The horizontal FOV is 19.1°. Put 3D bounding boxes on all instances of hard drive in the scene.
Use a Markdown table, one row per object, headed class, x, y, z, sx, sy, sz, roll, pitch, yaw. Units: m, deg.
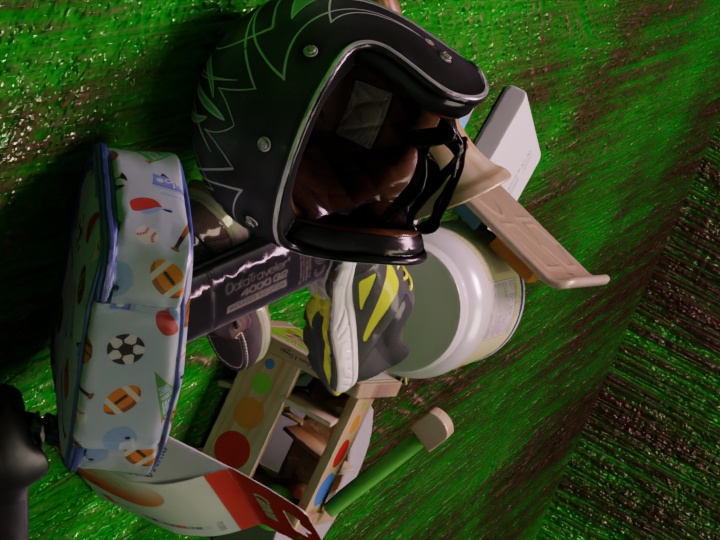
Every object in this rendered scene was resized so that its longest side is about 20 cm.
| class | x | y | z | sx | sy | sz | roll | pitch | yaw |
| --- | --- | --- | --- | --- | --- | --- | --- | --- | --- |
| hard drive | 0.149 | -0.108 | 2.333 | 0.133 | 0.027 | 0.200 | -60 | 165 | -9 |

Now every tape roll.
| class | x | y | z | sx | sy | sz | roll | pitch | yaw |
| --- | --- | --- | --- | --- | --- | --- | --- | --- | --- |
| tape roll | -0.064 | 0.203 | 2.086 | 0.201 | 0.066 | 0.201 | -54 | 162 | -27 |

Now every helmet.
| class | x | y | z | sx | sy | sz | roll | pitch | yaw |
| --- | --- | --- | --- | --- | --- | --- | --- | --- | --- |
| helmet | -0.025 | -0.103 | 1.498 | 0.200 | 0.189 | 0.202 | -166 | -90 | -73 |

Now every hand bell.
| class | x | y | z | sx | sy | sz | roll | pitch | yaw |
| --- | --- | --- | --- | --- | --- | --- | --- | --- | --- |
| hand bell | 0.033 | -0.147 | 1.660 | 0.104 | 0.104 | 0.201 | -35 | 105 | -58 |

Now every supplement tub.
| class | x | y | z | sx | sy | sz | roll | pitch | yaw |
| --- | --- | --- | --- | --- | --- | --- | --- | --- | --- |
| supplement tub | 0.069 | 0.027 | 2.081 | 0.146 | 0.144 | 0.200 | -66 | 164 | 12 |

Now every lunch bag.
| class | x | y | z | sx | sy | sz | roll | pitch | yaw |
| --- | --- | --- | --- | --- | --- | --- | --- | --- | --- |
| lunch bag | -0.160 | 0.027 | 1.396 | 0.161 | 0.075 | 0.201 | -107 | -152 | -52 |

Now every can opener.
| class | x | y | z | sx | sy | sz | roll | pitch | yaw |
| --- | --- | --- | --- | --- | --- | --- | --- | --- | --- |
| can opener | -0.246 | 0.146 | 1.460 | 0.201 | 0.078 | 0.064 | 98 | -14 | -56 |

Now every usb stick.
| class | x | y | z | sx | sy | sz | roll | pitch | yaw |
| --- | --- | --- | --- | --- | --- | --- | --- | --- | --- |
| usb stick | -0.090 | 0.008 | 1.556 | 0.199 | 0.032 | 0.056 | -25 | 122 | -48 |

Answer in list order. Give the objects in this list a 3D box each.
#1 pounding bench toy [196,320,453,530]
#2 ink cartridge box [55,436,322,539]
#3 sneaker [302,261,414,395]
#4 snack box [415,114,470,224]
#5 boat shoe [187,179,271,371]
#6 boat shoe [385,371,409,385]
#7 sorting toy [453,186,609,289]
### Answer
| class | x | y | z | sx | sy | sz | roll | pitch | yaw |
| --- | --- | --- | --- | --- | --- | --- | --- | --- | --- |
| pounding bench toy | -0.034 | 0.157 | 1.859 | 0.157 | 0.199 | 0.124 | -65 | 164 | 5 |
| ink cartridge box | -0.124 | 0.174 | 1.604 | 0.050 | 0.199 | 0.162 | -58 | 163 | -15 |
| sneaker | 0.000 | 0.000 | 1.684 | 0.084 | 0.074 | 0.201 | -16 | 128 | -26 |
| snack box | 0.006 | -0.086 | 1.751 | 0.201 | 0.116 | 0.037 | -65 | 168 | 7 |
| boat shoe | -0.116 | 0.015 | 1.622 | 0.065 | 0.072 | 0.201 | -45 | 152 | -26 |
| boat shoe | 0.035 | 0.083 | 2.212 | 0.202 | 0.060 | 0.072 | -44 | 155 | -50 |
| sorting toy | 0.147 | -0.041 | 2.123 | 0.037 | 0.200 | 0.185 | -52 | 166 | 12 |
